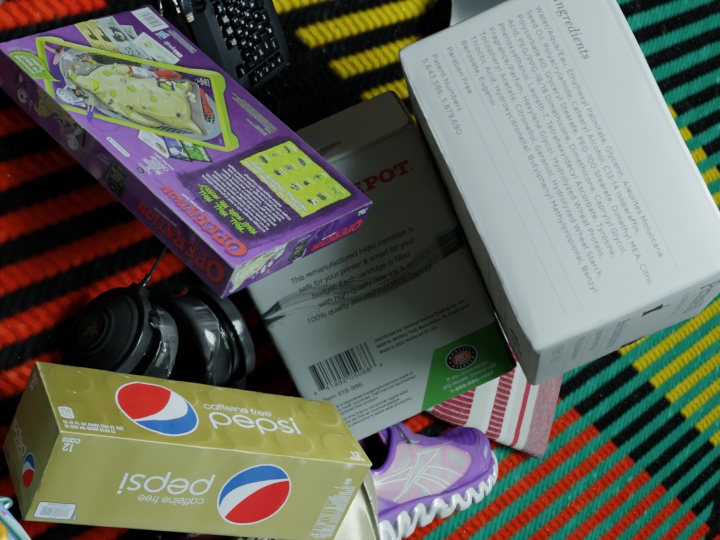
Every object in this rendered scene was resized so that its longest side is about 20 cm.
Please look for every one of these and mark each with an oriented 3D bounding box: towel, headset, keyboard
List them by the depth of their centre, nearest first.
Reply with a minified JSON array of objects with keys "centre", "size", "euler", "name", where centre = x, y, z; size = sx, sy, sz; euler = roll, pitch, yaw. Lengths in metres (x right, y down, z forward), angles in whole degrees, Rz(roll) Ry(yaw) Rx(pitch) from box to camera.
[{"centre":[-0.113,0.046,0.824],"size":[0.123,0.094,0.200],"euler":[-1,107,-43],"name":"headset"},{"centre":[-0.096,-0.208,0.875],"size":[0.104,0.040,0.200],"euler":[-43,123,-40],"name":"keyboard"},{"centre":[0.116,0.071,1.163],"size":[0.200,0.023,0.144],"euler":[27,73,-47],"name":"towel"}]

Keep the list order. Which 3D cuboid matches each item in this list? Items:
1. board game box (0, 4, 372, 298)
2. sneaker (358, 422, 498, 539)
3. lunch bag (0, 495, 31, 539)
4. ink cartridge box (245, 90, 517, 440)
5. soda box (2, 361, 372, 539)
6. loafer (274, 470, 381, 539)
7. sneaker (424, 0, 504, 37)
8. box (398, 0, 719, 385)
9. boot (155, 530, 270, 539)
[{"centre":[-0.102,-0.075,0.776],"size":[0.120,0.200,0.032],"euler":[-24,151,-49],"name":"board game box"},{"centre":[0.031,0.148,1.029],"size":[0.200,0.080,0.089],"euler":[-20,100,-47],"name":"sneaker"},{"centre":[-0.258,0.149,0.678],"size":[0.160,0.077,0.200],"euler":[-57,132,-32],"name":"lunch bag"},{"centre":[0.000,0.000,0.914],"size":[0.146,0.083,0.200],"euler":[-23,118,0],"name":"ink cartridge box"},{"centre":[-0.099,0.109,0.791],"size":[0.200,0.068,0.064],"euler":[12,115,-32],"name":"soda box"},{"centre":[-0.017,0.194,0.903],"size":[0.076,0.068,0.200],"euler":[-12,101,-5],"name":"loafer"},{"centre":[0.114,-0.230,1.100],"size":[0.106,0.075,0.200],"euler":[18,55,-17],"name":"sneaker"},{"centre":[0.126,-0.049,0.852],"size":[0.199,0.131,0.200],"euler":[56,10,-77],"name":"box"},{"centre":[-0.116,0.243,0.857],"size":[0.200,0.073,0.151],"euler":[-11,102,-53],"name":"boot"}]
